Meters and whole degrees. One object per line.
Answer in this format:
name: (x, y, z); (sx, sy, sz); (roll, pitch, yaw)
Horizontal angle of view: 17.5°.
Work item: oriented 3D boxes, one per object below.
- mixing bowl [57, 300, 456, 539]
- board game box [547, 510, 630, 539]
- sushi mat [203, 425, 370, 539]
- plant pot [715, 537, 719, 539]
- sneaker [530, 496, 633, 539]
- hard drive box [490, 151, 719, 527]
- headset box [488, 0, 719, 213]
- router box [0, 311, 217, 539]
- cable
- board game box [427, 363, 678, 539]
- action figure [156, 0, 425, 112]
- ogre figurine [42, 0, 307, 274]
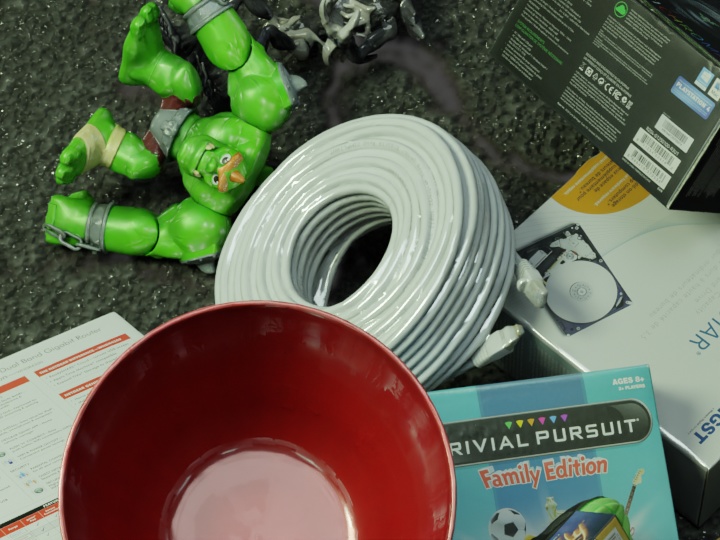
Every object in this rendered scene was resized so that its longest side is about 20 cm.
mixing bowl: (-0.052, 0.126, 1.215); (0.198, 0.108, 0.202); (1, 71, -2)
board game box: (0.127, 0.244, 1.207); (0.135, 0.201, 0.035); (-42, 22, -29)
sushi mat: (-0.041, 0.163, 1.266); (0.095, 0.012, 0.201); (11, 71, 1)
plant pot: (0.284, 0.184, 1.281); (0.198, 0.187, 0.187); (-12, 56, -8)
sneaker: (0.071, 0.176, 1.249); (0.199, 0.077, 0.083); (-30, 32, -35)
hard drive box: (0.186, 0.033, 1.456); (0.200, 0.077, 0.156); (38, 66, 23)
headset box: (0.214, -0.119, 1.487); (0.199, 0.093, 0.174); (4, 34, -49)
router box: (-0.175, 0.114, 1.335); (0.199, 0.049, 0.179); (-23, 37, -27)
cable: (0.000, 0.000, 1.439); (0.199, 0.069, 0.201); (-35, 46, 15)
board game box: (0.104, 0.163, 1.327); (0.150, 0.047, 0.202); (-6, 81, -15)
action figure: (-0.033, -0.185, 1.595); (0.199, 0.102, 0.119); (-29, 58, -13)
ogre figurine: (-0.115, -0.089, 1.519); (0.119, 0.098, 0.201); (27, 79, 4)
